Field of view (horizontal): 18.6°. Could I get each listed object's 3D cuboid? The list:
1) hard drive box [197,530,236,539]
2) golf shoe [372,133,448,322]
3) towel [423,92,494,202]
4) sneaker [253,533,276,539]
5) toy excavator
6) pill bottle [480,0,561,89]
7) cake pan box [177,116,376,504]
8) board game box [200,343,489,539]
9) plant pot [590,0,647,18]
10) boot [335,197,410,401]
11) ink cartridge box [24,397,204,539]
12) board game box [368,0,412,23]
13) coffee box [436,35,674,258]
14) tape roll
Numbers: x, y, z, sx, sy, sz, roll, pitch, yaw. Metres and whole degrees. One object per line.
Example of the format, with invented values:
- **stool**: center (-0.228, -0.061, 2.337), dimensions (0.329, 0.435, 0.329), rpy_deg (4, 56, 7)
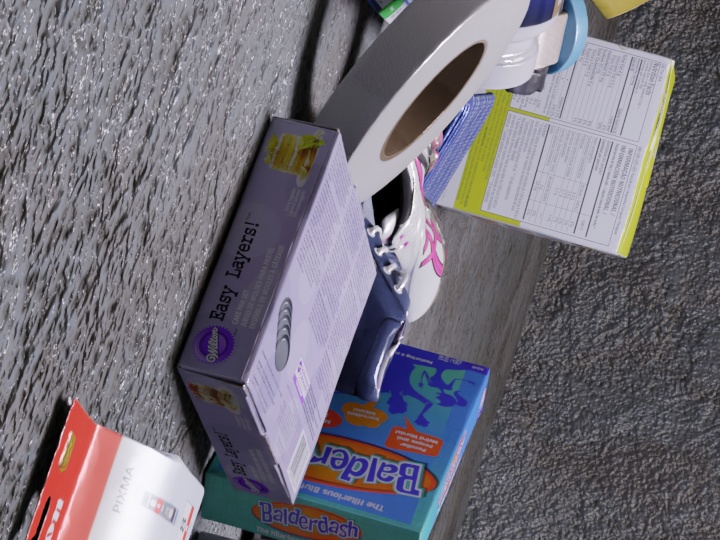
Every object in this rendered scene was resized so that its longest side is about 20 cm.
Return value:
- **hard drive box**: center (-0.011, 0.256, 1.519), dimensions (0.200, 0.156, 0.077), rpy_deg (37, 68, -56)
- **golf shoe**: center (0.020, -0.037, 1.697), dimensions (0.092, 0.073, 0.200), rpy_deg (-54, 147, -49)
- **towel**: center (0.062, -0.090, 1.862), dimensions (0.145, 0.024, 0.200), rpy_deg (-58, 175, 9)
- **sneaker**: center (-0.051, 0.224, 1.696), dimensions (0.116, 0.076, 0.200), rpy_deg (48, 57, -83)
- **toy excavator**: center (0.146, -0.247, 1.958), dimensions (0.200, 0.194, 0.100), rpy_deg (-19, 129, -45)
- **pill bottle**: center (0.108, -0.250, 1.719), dimensions (0.116, 0.116, 0.200), rpy_deg (-62, 165, -54)
- **cake pan box**: center (-0.047, 0.030, 1.398), dimensions (0.200, 0.052, 0.184), rpy_deg (73, 35, -62)
- **board game box**: center (-0.007, 0.118, 1.531), dimensions (0.200, 0.152, 0.045), rpy_deg (-63, 165, -54)
- **plant pot**: center (0.220, -0.365, 1.835), dimensions (0.200, 0.195, 0.194), rpy_deg (27, 43, -55)
- **boot**: center (0.000, 0.000, 1.563), dimensions (0.073, 0.090, 0.200), rpy_deg (87, 21, -64)
- **ink cartridge box**: center (-0.137, 0.164, 1.144), dimensions (0.200, 0.050, 0.162), rpy_deg (84, 23, -75)
- **board game box**: center (0.072, -0.218, 1.542), dimensions (0.135, 0.034, 0.200), rpy_deg (-40, 170, 7)
- **coffee box**: center (0.198, -0.133, 2.207), dimensions (0.200, 0.198, 0.200), rpy_deg (3, 102, -81)
- **tape roll**: center (0.036, -0.126, 1.484), dimensions (0.203, 0.037, 0.203), rpy_deg (-47, 170, -10)
